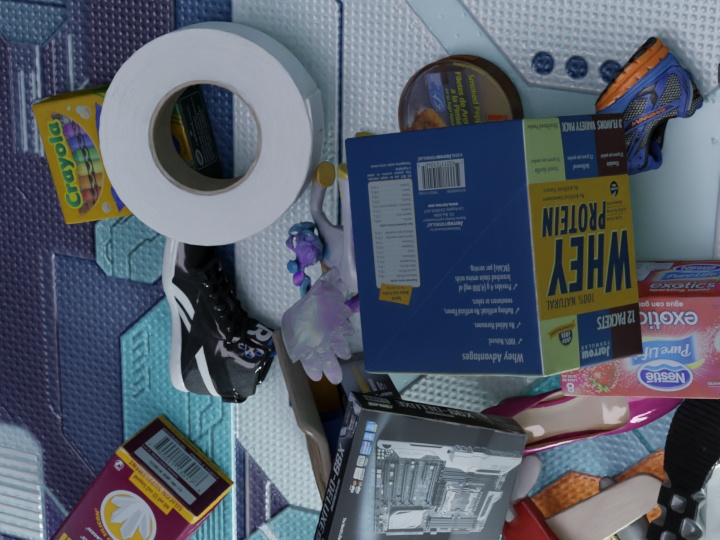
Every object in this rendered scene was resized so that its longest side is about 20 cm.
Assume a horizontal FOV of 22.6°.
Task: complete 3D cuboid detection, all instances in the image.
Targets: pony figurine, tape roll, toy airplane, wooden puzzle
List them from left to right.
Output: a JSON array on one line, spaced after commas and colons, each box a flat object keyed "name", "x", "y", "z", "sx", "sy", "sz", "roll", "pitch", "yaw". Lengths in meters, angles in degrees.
[{"name": "tape roll", "x": -0.135, "y": -0.127, "z": 1.660, "sx": 0.202, "sy": 0.071, "sz": 0.203, "roll": 2, "pitch": 102, "yaw": 8}, {"name": "wooden puzzle", "x": -0.027, "y": 0.173, "z": 1.698, "sx": 0.046, "sy": 0.185, "sz": 0.200, "roll": -16, "pitch": 121, "yaw": -3}, {"name": "pony figurine", "x": 0.000, "y": 0.000, "z": 1.643, "sx": 0.193, "sy": 0.166, "sz": 0.200, "roll": -127, "pitch": 41, "yaw": -53}, {"name": "toy airplane", "x": 0.174, "y": 0.270, "z": 1.675, "sx": 0.200, "sy": 0.141, "sz": 0.199, "roll": 10, "pitch": 79, "yaw": 29}]

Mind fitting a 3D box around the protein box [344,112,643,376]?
[{"name": "protein box", "x": 0.108, "y": -0.020, "z": 1.491, "sx": 0.198, "sy": 0.135, "sz": 0.200, "roll": -2, "pitch": 94, "yaw": 44}]

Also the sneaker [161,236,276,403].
[{"name": "sneaker", "x": -0.129, "y": 0.037, "z": 1.769, "sx": 0.112, "sy": 0.073, "sz": 0.200, "roll": 11, "pitch": 122, "yaw": 19}]

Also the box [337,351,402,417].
[{"name": "box", "x": 0.022, "y": 0.191, "z": 1.698, "sx": 0.048, "sy": 0.158, "sz": 0.200, "roll": -13, "pitch": 106, "yaw": -6}]

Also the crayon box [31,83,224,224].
[{"name": "crayon box", "x": -0.240, "y": -0.118, "z": 1.771, "sx": 0.200, "sy": 0.052, "sz": 0.126, "roll": -7, "pitch": 105, "yaw": 29}]

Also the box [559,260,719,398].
[{"name": "box", "x": 0.275, "y": 0.050, "z": 1.550, "sx": 0.200, "sy": 0.100, "sz": 0.096, "roll": -1, "pitch": 108, "yaw": 26}]

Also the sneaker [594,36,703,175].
[{"name": "sneaker", "x": 0.216, "y": -0.101, "z": 1.541, "sx": 0.078, "sy": 0.075, "sz": 0.200, "roll": 39, "pitch": 123, "yaw": 4}]

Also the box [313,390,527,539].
[{"name": "box", "x": 0.046, "y": 0.218, "z": 1.595, "sx": 0.157, "sy": 0.050, "sz": 0.200, "roll": 11, "pitch": 103, "yaw": -16}]

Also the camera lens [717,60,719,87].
[{"name": "camera lens", "x": 0.385, "y": -0.121, "z": 1.396, "sx": 0.160, "sy": 0.160, "sz": 0.200, "roll": -28, "pitch": 95, "yaw": 32}]

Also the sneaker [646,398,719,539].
[{"name": "sneaker", "x": 0.318, "y": 0.183, "z": 1.604, "sx": 0.074, "sy": 0.088, "sz": 0.200, "roll": 34, "pitch": 113, "yaw": 54}]

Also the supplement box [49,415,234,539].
[{"name": "supplement box", "x": -0.238, "y": 0.264, "z": 1.894, "sx": 0.110, "sy": 0.086, "sz": 0.200, "roll": 42, "pitch": 122, "yaw": 6}]

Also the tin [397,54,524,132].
[{"name": "tin", "x": 0.100, "y": -0.095, "z": 1.620, "sx": 0.112, "sy": 0.042, "sz": 0.200, "roll": -1, "pitch": 109, "yaw": 31}]

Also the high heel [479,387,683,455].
[{"name": "high heel", "x": 0.191, "y": 0.131, "z": 1.625, "sx": 0.200, "sy": 0.096, "sz": 0.067, "roll": -7, "pitch": 105, "yaw": 28}]
